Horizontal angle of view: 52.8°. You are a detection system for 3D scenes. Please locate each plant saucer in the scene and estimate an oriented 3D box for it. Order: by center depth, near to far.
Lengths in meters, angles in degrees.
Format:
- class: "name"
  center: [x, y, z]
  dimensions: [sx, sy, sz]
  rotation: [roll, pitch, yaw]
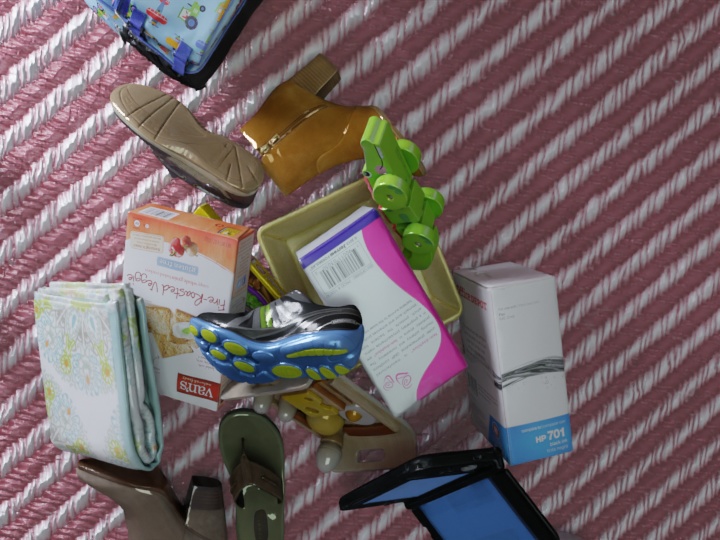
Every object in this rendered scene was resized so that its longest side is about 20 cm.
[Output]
- class: "plant saucer"
  center: [0.000, 0.000, 0.879]
  dimensions: [0.196, 0.048, 0.204]
  rotation: [-25, 101, -4]

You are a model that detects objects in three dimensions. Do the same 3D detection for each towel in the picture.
- class: "towel"
  center: [-0.296, 0.113, 0.813]
  dimensions: [0.168, 0.048, 0.206]
  rotation: [2, 99, 37]

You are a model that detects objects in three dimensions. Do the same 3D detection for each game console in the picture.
- class: "game console"
  center: [0.095, 0.289, 0.839]
  dimensions: [0.172, 0.200, 0.119]
  rotation: [3, 60, -32]

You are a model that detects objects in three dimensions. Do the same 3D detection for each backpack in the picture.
- class: "backpack"
  center: [-0.208, -0.323, 0.767]
  dimensions: [0.198, 0.135, 0.184]
  rotation: [36, 91, -8]

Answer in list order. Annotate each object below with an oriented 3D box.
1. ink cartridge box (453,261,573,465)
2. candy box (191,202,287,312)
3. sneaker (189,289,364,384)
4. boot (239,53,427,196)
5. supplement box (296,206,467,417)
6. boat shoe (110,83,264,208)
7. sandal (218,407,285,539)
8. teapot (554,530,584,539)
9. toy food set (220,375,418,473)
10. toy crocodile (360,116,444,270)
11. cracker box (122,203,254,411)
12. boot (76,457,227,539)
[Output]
- class: "ink cartridge box"
  center: [0.178, 0.103, 0.864]
  dimensions: [0.083, 0.146, 0.206]
  rotation: [-8, 99, -7]
- class: "candy box"
  center: [-0.147, 0.032, 0.848]
  dimensions: [0.102, 0.026, 0.201]
  rotation: [-41, 93, 22]
- class: "sneaker"
  center: [-0.085, 0.066, 0.746]
  dimensions: [0.194, 0.084, 0.072]
  rotation: [-2, 127, 20]
- class: "boot"
  center: [-0.034, -0.135, 0.832]
  dimensions: [0.144, 0.071, 0.201]
  rotation: [-46, 78, 2]
- class: "supplement box"
  center: [0.021, 0.042, 0.812]
  dimensions: [0.100, 0.103, 0.203]
  rotation: [-31, 99, -3]
- class: "boat shoe"
  center: [-0.201, -0.136, 0.825]
  dimensions: [0.197, 0.065, 0.073]
  rotation: [32, 49, 1]
- class: "sandal"
  center: [-0.126, 0.268, 0.893]
  dimensions: [0.077, 0.057, 0.207]
  rotation: [-9, 99, -6]
- class: "teapot"
  center: [0.261, 0.448, 0.922]
  dimensions: [0.194, 0.146, 0.204]
  rotation: [-1, 98, -8]
- class: "toy food set"
  center: [-0.044, 0.177, 0.822]
  dimensions: [0.199, 0.141, 0.062]
  rotation: [41, 50, -35]
- class: "toy crocodile"
  center: [0.043, -0.077, 0.780]
  dimensions: [0.060, 0.069, 0.201]
  rotation: [-3, 143, 28]
- class: "cracker box"
  center: [-0.200, 0.041, 0.819]
  dimensions: [0.130, 0.058, 0.206]
  rotation: [13, 108, 10]
- class: "boot"
  center: [-0.255, 0.316, 0.879]
  dimensions: [0.194, 0.070, 0.150]
  rotation: [14, 98, -8]
